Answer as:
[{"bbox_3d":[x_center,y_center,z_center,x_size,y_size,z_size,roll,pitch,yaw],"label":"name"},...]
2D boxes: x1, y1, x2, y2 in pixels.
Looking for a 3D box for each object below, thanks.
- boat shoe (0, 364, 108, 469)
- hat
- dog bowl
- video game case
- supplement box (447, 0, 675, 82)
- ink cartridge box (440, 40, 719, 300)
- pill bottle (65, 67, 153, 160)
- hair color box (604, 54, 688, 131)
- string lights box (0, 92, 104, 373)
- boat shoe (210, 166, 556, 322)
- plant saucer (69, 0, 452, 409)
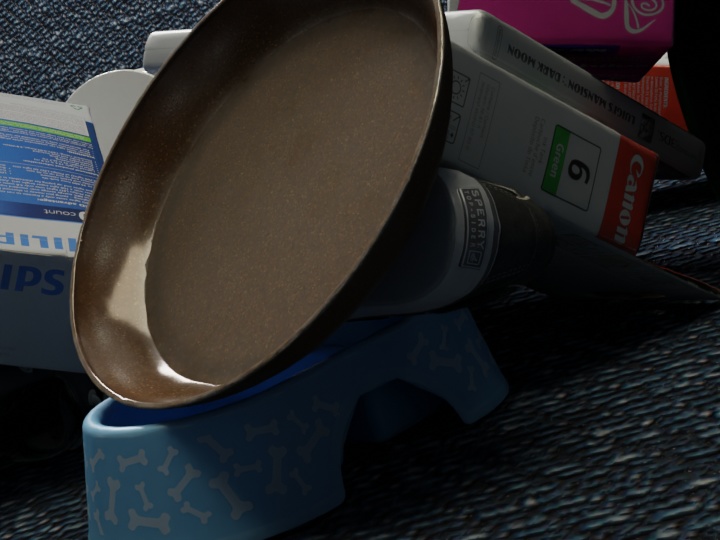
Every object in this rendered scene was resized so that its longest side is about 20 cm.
[{"bbox_3d":[-0.155,0.062,0.829,0.060,0.076,0.200,41,32,28],"label":"boat shoe"},{"bbox_3d":[0.250,-0.108,0.850,0.176,0.166,0.200,-16,11,-3],"label":"hat"},{"bbox_3d":[-0.027,0.053,0.717,0.111,0.050,0.200,-4,15,44],"label":"dog bowl"},{"bbox_3d":[0.030,-0.076,0.837,0.200,0.023,0.182,3,-12,41],"label":"video game case"},{"bbox_3d":[0.093,-0.148,0.861,0.101,0.104,0.200,2,0,5],"label":"supplement box"},{"bbox_3d":[0.064,-0.037,0.776,0.200,0.050,0.109,22,-14,-36],"label":"ink cartridge box"},{"bbox_3d":[-0.112,-0.061,1.102,0.112,0.112,0.200,-13,-9,11],"label":"pill bottle"},{"bbox_3d":[0.184,-0.100,1.050,0.200,0.061,0.102,6,18,20],"label":"hair color box"},{"bbox_3d":[-0.172,-0.027,0.848,0.103,0.059,0.200,8,23,-17],"label":"string lights box"},{"bbox_3d":[-0.003,-0.010,0.718,0.066,0.070,0.200,5,-9,-39],"label":"boat shoe"},{"bbox_3d":[-0.035,-0.035,0.679,0.032,0.200,0.200,31,-21,-35],"label":"plant saucer"}]
